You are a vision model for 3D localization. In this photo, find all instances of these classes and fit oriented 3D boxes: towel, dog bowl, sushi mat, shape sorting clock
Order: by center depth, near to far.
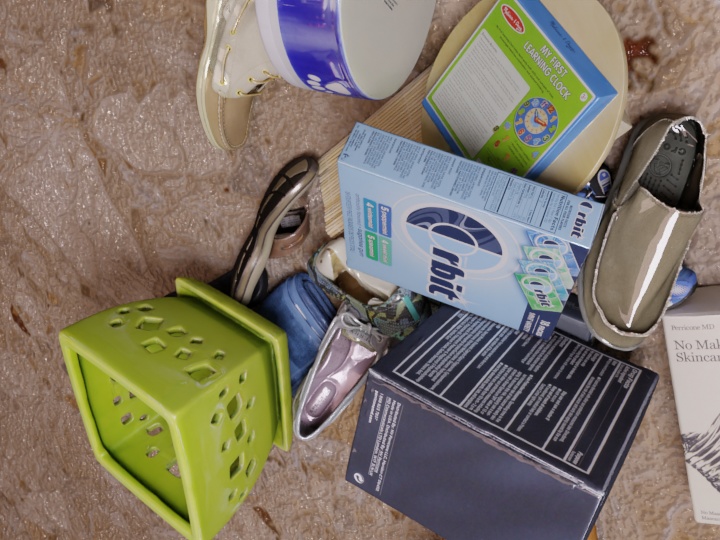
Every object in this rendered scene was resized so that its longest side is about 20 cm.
[{"bbox_3d":[0.129,-0.140,0.668,0.198,0.039,0.204,-5,83,48],"label":"shape sorting clock"},{"bbox_3d":[-0.004,-0.250,0.678,0.078,0.200,0.203,16,117,23],"label":"dog bowl"},{"bbox_3d":[0.025,-0.119,0.800,0.199,0.012,0.097,-33,57,39],"label":"sushi mat"},{"bbox_3d":[-0.100,0.096,0.975,0.112,0.048,0.200,51,127,5],"label":"towel"}]

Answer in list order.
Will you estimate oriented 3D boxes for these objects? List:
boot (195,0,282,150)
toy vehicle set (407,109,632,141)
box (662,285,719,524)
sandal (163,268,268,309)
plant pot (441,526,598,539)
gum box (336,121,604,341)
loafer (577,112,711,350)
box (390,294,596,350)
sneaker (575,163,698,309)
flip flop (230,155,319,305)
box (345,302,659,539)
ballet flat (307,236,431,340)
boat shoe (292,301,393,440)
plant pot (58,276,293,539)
[{"bbox_3d":[-0.089,-0.205,0.833,0.153,0.072,0.203,20,118,21],"label":"boot"},{"bbox_3d":[0.131,-0.123,0.714,0.199,0.026,0.126,-37,56,37],"label":"toy vehicle set"},{"bbox_3d":[0.322,0.118,0.702,0.081,0.068,0.203,-7,106,34],"label":"box"},{"bbox_3d":[-0.188,0.050,1.007,0.198,0.045,0.076,-23,65,24],"label":"sandal"},{"bbox_3d":[0.161,0.282,0.809,0.197,0.199,0.187,4,96,31],"label":"plant pot"},{"bbox_3d":[0.082,-0.026,0.664,0.197,0.045,0.171,21,155,13],"label":"gum box"},{"bbox_3d":[0.227,-0.037,0.640,0.074,0.070,0.203,15,83,1],"label":"loafer"},{"bbox_3d":[0.129,0.077,0.819,0.198,0.051,0.160,22,120,24],"label":"box"},{"bbox_3d":[0.206,-0.040,0.707,0.199,0.078,0.090,34,126,17],"label":"sneaker"},{"bbox_3d":[-0.091,-0.040,0.903,0.057,0.081,0.202,20,116,-17],"label":"flip flop"},{"bbox_3d":[0.123,0.135,0.689,0.196,0.199,0.125,24,120,23],"label":"box"},{"bbox_3d":[0.000,0.000,0.819,0.199,0.073,0.075,30,126,47],"label":"ballet flat"},{"bbox_3d":[-0.012,0.093,0.873,0.074,0.065,0.203,33,99,-4],"label":"boat shoe"},{"bbox_3d":[-0.183,0.136,0.881,0.197,0.181,0.203,25,132,32],"label":"plant pot"}]
